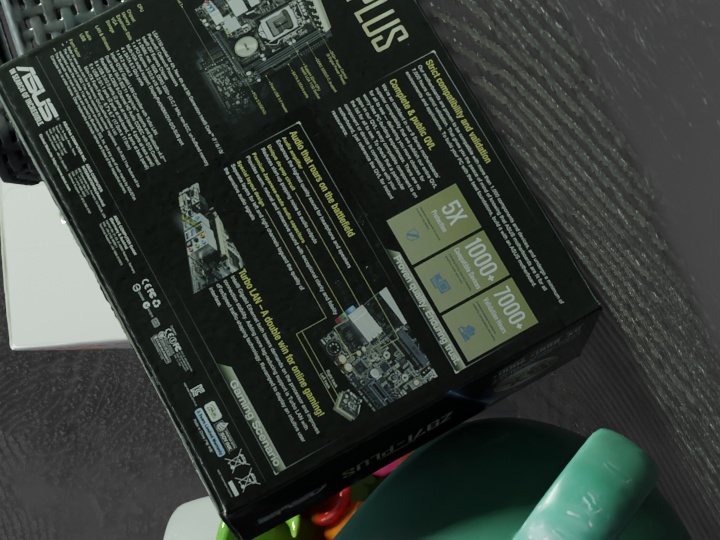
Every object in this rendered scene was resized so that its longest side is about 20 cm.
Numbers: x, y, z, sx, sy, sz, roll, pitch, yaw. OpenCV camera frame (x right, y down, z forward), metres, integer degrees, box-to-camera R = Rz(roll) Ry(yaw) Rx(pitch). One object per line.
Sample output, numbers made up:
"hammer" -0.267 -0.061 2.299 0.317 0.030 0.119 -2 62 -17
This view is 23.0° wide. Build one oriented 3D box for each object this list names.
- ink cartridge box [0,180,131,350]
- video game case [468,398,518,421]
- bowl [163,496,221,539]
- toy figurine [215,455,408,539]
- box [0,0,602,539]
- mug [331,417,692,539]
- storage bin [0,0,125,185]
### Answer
"ink cartridge box" -0.150 -0.018 1.292 0.200 0.147 0.145 5 -101 -69
"video game case" -0.032 0.019 0.933 0.200 0.024 0.182 46 -156 29
"bowl" -0.030 0.239 1.097 0.199 0.075 0.201 34 -143 -33
"toy figurine" 0.043 0.146 0.967 0.184 0.201 0.150 -1 149 44
"box" -0.027 -0.021 0.704 0.201 0.163 0.086 59 173 13
"mug" 0.076 0.133 0.715 0.185 0.114 0.152 -17 110 47
"storage bin" -0.148 -0.121 0.881 0.200 0.093 0.136 -154 47 -84
